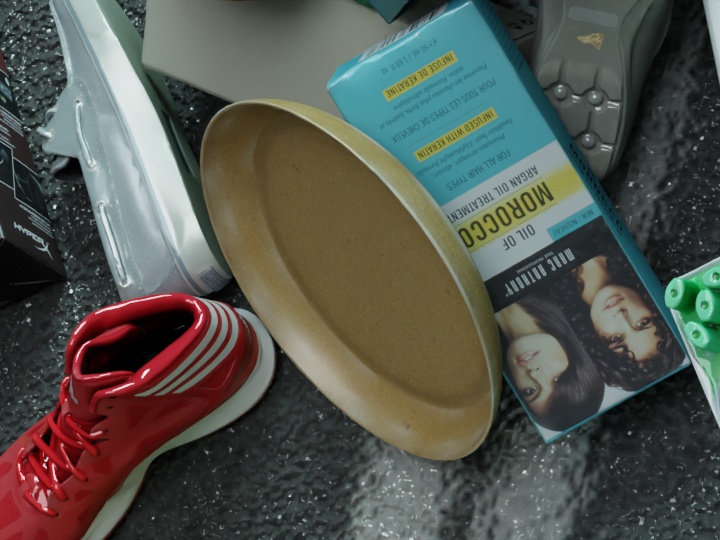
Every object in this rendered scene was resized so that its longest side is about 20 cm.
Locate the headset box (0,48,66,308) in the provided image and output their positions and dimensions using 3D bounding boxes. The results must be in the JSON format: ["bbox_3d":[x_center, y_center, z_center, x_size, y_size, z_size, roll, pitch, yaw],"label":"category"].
[{"bbox_3d":[-0.259,-0.063,1.558,0.149,0.077,0.200,-25,64,13],"label":"headset box"}]

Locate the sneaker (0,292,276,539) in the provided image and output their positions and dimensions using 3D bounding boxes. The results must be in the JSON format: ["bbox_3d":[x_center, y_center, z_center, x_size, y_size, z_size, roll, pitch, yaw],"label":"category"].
[{"bbox_3d":[-0.144,0.075,1.442,0.200,0.116,0.078,-43,62,5],"label":"sneaker"}]

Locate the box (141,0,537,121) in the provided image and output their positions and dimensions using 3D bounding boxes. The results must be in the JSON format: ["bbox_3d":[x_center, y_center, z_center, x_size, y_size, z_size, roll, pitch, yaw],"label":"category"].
[{"bbox_3d":[-0.010,-0.112,1.457,0.200,0.068,0.082,25,121,27],"label":"box"}]

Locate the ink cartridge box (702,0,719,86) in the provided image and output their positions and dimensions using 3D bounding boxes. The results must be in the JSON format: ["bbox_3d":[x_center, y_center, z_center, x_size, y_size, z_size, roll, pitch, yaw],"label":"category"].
[{"bbox_3d":[0.266,-0.113,1.348,0.200,0.088,0.145,-15,68,20],"label":"ink cartridge box"}]

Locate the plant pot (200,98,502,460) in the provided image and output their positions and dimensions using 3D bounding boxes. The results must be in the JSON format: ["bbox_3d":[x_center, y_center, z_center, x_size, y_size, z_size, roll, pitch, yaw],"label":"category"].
[{"bbox_3d":[0.000,0.000,1.378,0.027,0.200,0.200,-37,59,-26],"label":"plant pot"}]

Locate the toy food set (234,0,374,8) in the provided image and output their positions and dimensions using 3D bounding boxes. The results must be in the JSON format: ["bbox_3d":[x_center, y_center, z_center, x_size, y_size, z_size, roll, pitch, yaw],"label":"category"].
[{"bbox_3d":[-0.033,-0.199,1.447,0.200,0.198,0.049,-110,34,-45],"label":"toy food set"}]

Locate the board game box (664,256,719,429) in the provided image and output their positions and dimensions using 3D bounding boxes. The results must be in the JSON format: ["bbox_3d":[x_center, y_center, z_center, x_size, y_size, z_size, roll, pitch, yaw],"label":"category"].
[{"bbox_3d":[0.249,0.053,1.250,0.200,0.026,0.200,-28,72,21],"label":"board game box"}]

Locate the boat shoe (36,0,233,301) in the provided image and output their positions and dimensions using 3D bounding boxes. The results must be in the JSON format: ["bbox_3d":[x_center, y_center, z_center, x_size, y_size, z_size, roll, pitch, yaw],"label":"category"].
[{"bbox_3d":[-0.131,-0.067,1.509,0.071,0.070,0.201,-27,67,9],"label":"boat shoe"}]

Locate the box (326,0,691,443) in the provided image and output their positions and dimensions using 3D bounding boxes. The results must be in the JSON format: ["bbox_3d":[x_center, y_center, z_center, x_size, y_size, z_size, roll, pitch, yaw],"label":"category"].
[{"bbox_3d":[0.071,-0.026,1.363,0.082,0.049,0.200,-30,99,13],"label":"box"}]

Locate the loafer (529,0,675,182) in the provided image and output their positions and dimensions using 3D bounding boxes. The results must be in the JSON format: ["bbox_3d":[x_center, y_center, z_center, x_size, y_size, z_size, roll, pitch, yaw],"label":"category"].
[{"bbox_3d":[0.117,-0.138,1.379,0.070,0.070,0.200,16,119,2],"label":"loafer"}]

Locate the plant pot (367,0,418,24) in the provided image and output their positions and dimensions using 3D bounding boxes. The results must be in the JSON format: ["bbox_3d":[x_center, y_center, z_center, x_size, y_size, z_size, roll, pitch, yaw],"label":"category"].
[{"bbox_3d":[0.010,-0.251,1.342,0.200,0.141,0.141,45,59,1],"label":"plant pot"}]
